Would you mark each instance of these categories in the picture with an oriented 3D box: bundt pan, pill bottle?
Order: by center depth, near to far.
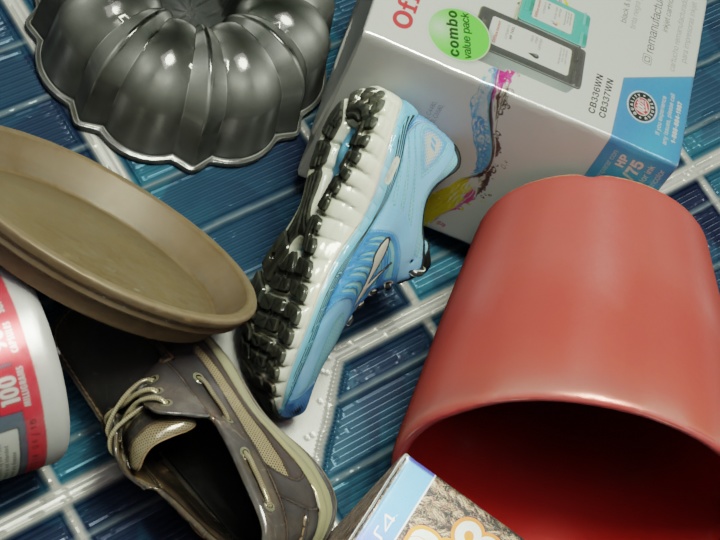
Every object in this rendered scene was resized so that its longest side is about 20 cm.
[{"bbox_3d":[-0.261,0.070,0.799,0.200,0.120,0.120,-17,72,-24],"label":"pill bottle"},{"bbox_3d":[-0.107,-0.167,0.987,0.201,0.076,0.202,7,64,-14],"label":"bundt pan"}]

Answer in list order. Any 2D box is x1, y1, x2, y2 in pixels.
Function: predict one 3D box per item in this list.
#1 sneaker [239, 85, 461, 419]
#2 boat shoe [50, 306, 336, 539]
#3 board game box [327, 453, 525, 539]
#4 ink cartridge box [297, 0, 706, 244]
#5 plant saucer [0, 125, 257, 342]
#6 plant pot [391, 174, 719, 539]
[{"bbox_3d":[0.000,0.000,0.904,0.090,0.078,0.200,22,99,-27],"label":"sneaker"},{"bbox_3d":[-0.098,0.081,0.846,0.200,0.073,0.075,39,104,18],"label":"boat shoe"},{"bbox_3d":[0.056,0.213,0.809,0.200,0.159,0.097,36,59,1],"label":"board game box"},{"bbox_3d":[0.086,-0.114,0.976,0.200,0.146,0.147,22,54,-6],"label":"ink cartridge box"},{"bbox_3d":[-0.149,-0.019,0.863,0.200,0.200,0.030,32,102,-2],"label":"plant saucer"},{"bbox_3d":[0.127,0.055,0.901,0.200,0.201,0.178,18,53,-9],"label":"plant pot"}]
